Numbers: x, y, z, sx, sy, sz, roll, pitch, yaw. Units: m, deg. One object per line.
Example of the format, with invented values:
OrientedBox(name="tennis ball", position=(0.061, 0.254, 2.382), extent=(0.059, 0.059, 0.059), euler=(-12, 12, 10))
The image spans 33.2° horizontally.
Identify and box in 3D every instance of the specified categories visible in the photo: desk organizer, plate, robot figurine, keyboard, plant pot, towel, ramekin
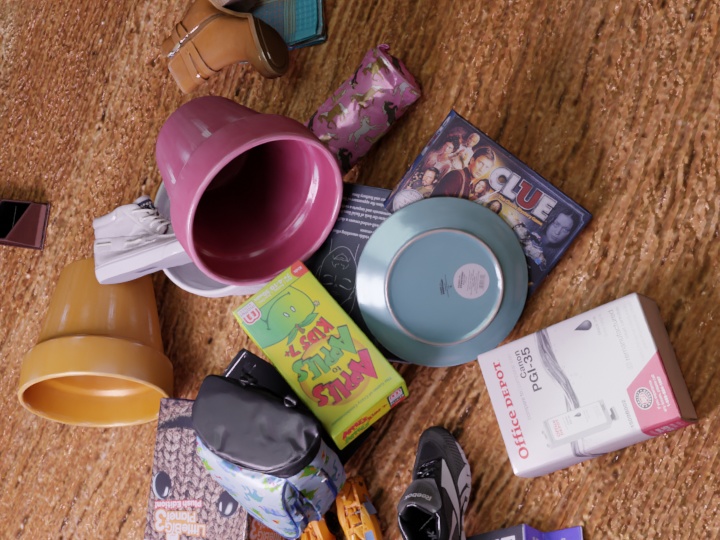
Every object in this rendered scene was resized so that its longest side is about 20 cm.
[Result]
OrientedBox(name="desk organizer", position=(-0.572, -0.080, 1.826), extent=(0.199, 0.077, 0.072), euler=(7, 86, 30))
OrientedBox(name="plate", position=(0.094, 0.017, 1.369), extent=(0.199, 0.026, 0.202), euler=(-1, 104, -2))
OrientedBox(name="robot figurine", position=(-0.018, 0.360, 1.459), extent=(0.144, 0.058, 0.201), euler=(-26, 70, 25))
OrientedBox(name="keyboard", position=(-0.067, 0.151, 1.463), extent=(0.127, 0.199, 0.021), euler=(-50, 21, 16))
OrientedBox(name="plant pot", position=(-0.348, 0.091, 1.622), extent=(0.199, 0.200, 0.184), euler=(-16, 60, 26))
OrientedBox(name="towel", position=(-0.118, -0.392, 1.650), extent=(0.146, 0.022, 0.202), euler=(-10, 78, 27))
OrientedBox(name="plant pot", position=(-0.148, -0.110, 1.418), extent=(0.201, 0.199, 0.179), euler=(-56, 45, 11))
OrientedBox(name="ramekin", position=(-0.164, -0.060, 1.578), extent=(0.199, 0.105, 0.202), euler=(-5, 80, 29))

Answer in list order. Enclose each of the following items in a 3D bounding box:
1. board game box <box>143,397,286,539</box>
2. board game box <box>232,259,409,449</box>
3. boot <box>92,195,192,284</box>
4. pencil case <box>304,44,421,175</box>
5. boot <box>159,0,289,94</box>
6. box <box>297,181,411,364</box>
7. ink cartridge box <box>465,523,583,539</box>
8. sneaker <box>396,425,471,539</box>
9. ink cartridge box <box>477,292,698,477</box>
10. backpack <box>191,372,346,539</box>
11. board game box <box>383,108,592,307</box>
OrientedBox(name="board game box", position=(-0.178, 0.270, 1.541), extent=(0.158, 0.097, 0.202), euler=(2, 83, 30))
OrientedBox(name="board game box", position=(-0.047, 0.093, 1.378), extent=(0.101, 0.048, 0.200), euler=(-38, 63, -9))
OrientedBox(name="boot", position=(-0.263, -0.051, 1.529), extent=(0.199, 0.073, 0.096), euler=(-15, 81, 27))
OrientedBox(name="pencil case", position=(-0.013, -0.191, 1.528), extent=(0.200, 0.086, 0.083), euler=(-43, 33, 17))
OrientedBox(name="boot", position=(-0.184, -0.288, 1.618), extent=(0.155, 0.074, 0.201), euler=(-39, 52, 17))
OrientedBox(name="box", position=(0.000, 0.000, 1.476), extent=(0.148, 0.107, 0.201), euler=(13, 88, 30))
OrientedBox(name="ink cartridge box", position=(0.154, 0.385, 1.329), extent=(0.199, 0.043, 0.199), euler=(-19, 49, 25))
OrientedBox(name="sneaker", position=(0.081, 0.260, 1.375), extent=(0.066, 0.090, 0.201), euler=(-17, 53, 25))
OrientedBox(name="ink cartridge box", position=(0.247, 0.130, 1.331), extent=(0.199, 0.083, 0.147), euler=(-25, 72, 24))
OrientedBox(name="backpack", position=(-0.096, 0.219, 1.386), extent=(0.162, 0.200, 0.155), euler=(20, 81, 24))
OrientedBox(name="board game box", position=(0.145, -0.070, 1.380), extent=(0.199, 0.035, 0.136), euler=(34, 102, -10))
